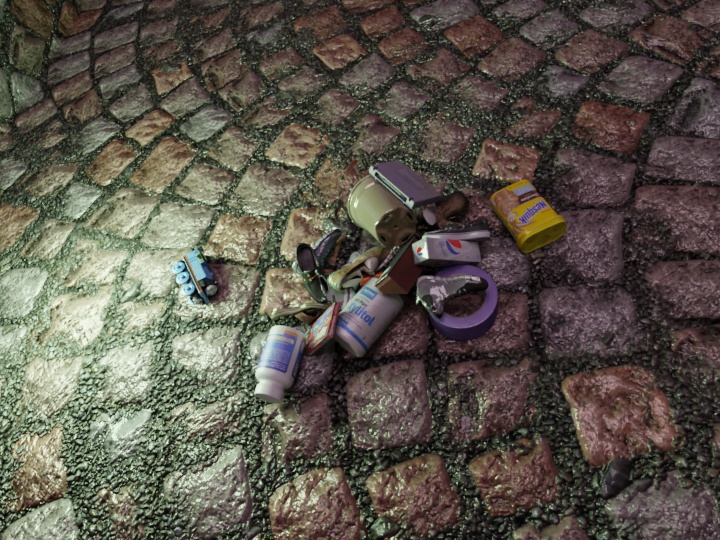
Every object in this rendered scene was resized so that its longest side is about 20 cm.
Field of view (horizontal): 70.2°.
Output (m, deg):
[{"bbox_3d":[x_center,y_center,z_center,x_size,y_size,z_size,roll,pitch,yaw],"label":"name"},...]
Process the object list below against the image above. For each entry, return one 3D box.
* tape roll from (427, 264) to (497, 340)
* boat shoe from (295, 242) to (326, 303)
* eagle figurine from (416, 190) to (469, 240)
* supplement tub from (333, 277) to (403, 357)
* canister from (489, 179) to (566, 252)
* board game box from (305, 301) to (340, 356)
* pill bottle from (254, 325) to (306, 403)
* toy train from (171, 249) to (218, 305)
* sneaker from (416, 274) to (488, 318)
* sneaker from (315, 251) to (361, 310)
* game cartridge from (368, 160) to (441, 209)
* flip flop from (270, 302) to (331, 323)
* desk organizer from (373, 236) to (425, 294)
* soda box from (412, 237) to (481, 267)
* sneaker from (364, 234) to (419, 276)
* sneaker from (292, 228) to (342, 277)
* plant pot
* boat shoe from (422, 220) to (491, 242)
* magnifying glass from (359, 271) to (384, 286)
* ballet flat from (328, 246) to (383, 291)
[{"bbox_3d":[0.286,0.090,1.446,0.199,0.085,0.201,-7,58,12],"label":"tape roll"},{"bbox_3d":[-0.151,0.010,1.591,0.073,0.063,0.202,-21,83,1],"label":"boat shoe"},{"bbox_3d":[0.267,-0.152,1.572,0.199,0.152,0.151,-15,22,2],"label":"eagle figurine"},{"bbox_3d":[0.015,0.134,1.463,0.132,0.132,0.200,31,72,29],"label":"supplement tub"},{"bbox_3d":[0.500,-0.169,1.548,0.148,0.087,0.201,-25,54,-1],"label":"canister"},{"bbox_3d":[-0.109,0.170,1.450,0.019,0.200,0.103,20,60,-15],"label":"board game box"},{"bbox_3d":[-0.233,0.268,1.459,0.111,0.112,0.201,6,60,18],"label":"pill bottle"},{"bbox_3d":[-0.551,0.026,1.715,0.114,0.087,0.200,-30,56,-11],"label":"toy train"},{"bbox_3d":[0.242,0.076,1.381,0.199,0.075,0.116,-1,63,26],"label":"sneaker"},{"bbox_3d":[-0.071,0.013,1.558,0.139,0.078,0.201,20,58,-17],"label":"sneaker"},{"bbox_3d":[0.134,-0.259,1.534,0.129,0.039,0.200,-16,51,-41],"label":"game cartridge"},{"bbox_3d":[-0.176,0.134,1.555,0.199,0.081,0.058,-11,81,6],"label":"flip flop"},{"bbox_3d":[0.124,-0.003,1.445,0.077,0.072,0.200,44,45,-4],"label":"desk organizer"},{"bbox_3d":[0.247,-0.049,1.456,0.199,0.068,0.064,3,73,-31],"label":"soda box"},{"bbox_3d":[0.083,-0.067,1.606,0.200,0.076,0.116,-39,54,-9],"label":"sneaker"},{"bbox_3d":[-0.122,-0.045,1.661,0.200,0.074,0.088,-41,74,-3],"label":"sneaker"},{"bbox_3d":[0.079,-0.171,1.565,0.200,0.201,0.184,-26,37,-2],"label":"plant pot"},{"bbox_3d":[0.275,-0.110,1.480,0.199,0.069,0.057,-4,79,-2],"label":"boat shoe"},{"bbox_3d":[0.092,0.010,1.544,0.199,0.080,0.022,-15,11,-5],"label":"magnifying glass"},{"bbox_3d":[0.000,0.000,1.506,0.199,0.071,0.071,-31,55,-19],"label":"ballet flat"}]
